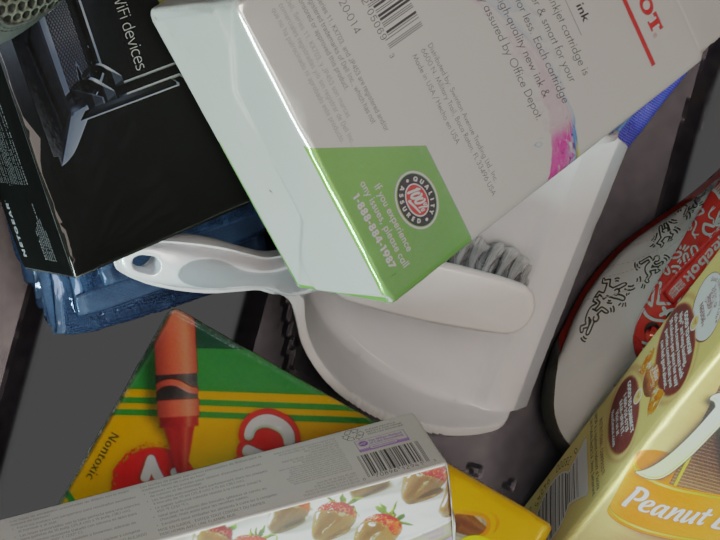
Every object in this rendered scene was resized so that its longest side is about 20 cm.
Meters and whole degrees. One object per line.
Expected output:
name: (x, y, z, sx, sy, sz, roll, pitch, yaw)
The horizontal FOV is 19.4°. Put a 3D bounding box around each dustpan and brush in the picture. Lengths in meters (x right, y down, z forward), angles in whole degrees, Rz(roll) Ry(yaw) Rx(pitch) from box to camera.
dustpan and brush: (0.000, 0.000, 0.803, 0.198, 0.057, 0.141, 10, 117, -18)

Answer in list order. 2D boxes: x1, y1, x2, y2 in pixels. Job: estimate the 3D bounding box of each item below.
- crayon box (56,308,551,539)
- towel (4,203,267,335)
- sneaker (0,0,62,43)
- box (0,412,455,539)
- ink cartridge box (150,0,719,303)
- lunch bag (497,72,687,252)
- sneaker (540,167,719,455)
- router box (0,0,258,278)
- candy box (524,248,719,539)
crayon box: (-0.017, 0.119, 0.795, 0.199, 0.051, 0.128, 28, 76, 2)
towel: (-0.092, -0.085, 0.794, 0.111, 0.048, 0.202, -18, 101, -37)
sneaker: (-0.071, -0.140, 0.654, 0.200, 0.091, 0.078, -45, 113, -20)
box: (-0.065, 0.098, 0.734, 0.198, 0.041, 0.039, -14, 118, -14)
ink cartridge box: (0.041, -0.093, 0.739, 0.199, 0.067, 0.118, -37, 110, -24)
lunch bag: (0.057, -0.113, 0.834, 0.150, 0.094, 0.201, 33, 97, -14)
sneaker: (0.157, 0.001, 0.845, 0.067, 0.108, 0.202, 44, 84, -12)
router box: (-0.074, -0.120, 0.738, 0.156, 0.052, 0.202, -24, 105, -27)
candy box: (0.158, 0.071, 0.822, 0.115, 0.056, 0.201, 22, 128, -14)
